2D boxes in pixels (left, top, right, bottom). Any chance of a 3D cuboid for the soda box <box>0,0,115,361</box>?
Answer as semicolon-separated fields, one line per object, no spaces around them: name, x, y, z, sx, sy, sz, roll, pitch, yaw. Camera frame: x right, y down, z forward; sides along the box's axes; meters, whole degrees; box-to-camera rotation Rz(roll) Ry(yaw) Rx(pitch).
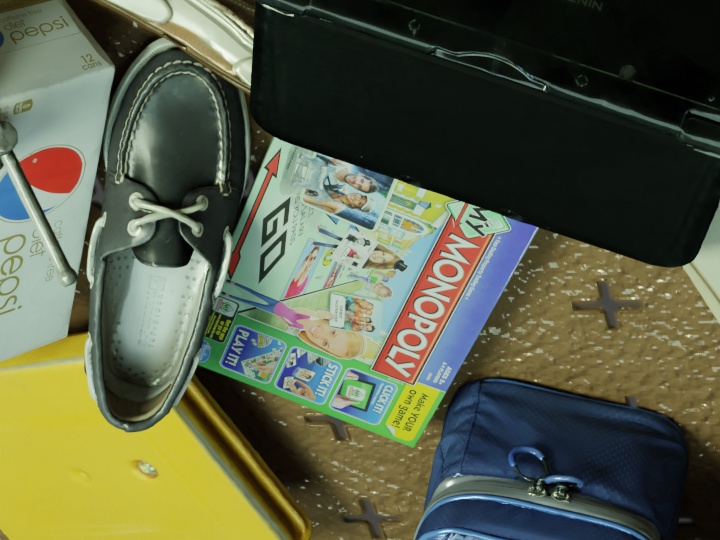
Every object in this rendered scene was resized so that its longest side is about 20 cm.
soda box;-0.175;-0.041;1.195;0.064;0.068;0.200;52;146;28

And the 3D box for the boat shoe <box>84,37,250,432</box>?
boat shoe;-0.097;-0.014;1.182;0.074;0.060;0.200;12;117;-9

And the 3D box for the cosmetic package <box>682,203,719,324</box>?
cosmetic package;0.197;-0.019;1.092;0.073;0.104;0.200;-16;127;31

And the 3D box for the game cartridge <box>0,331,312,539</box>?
game cartridge;-0.149;0.103;1.359;0.200;0.032;0.176;-6;133;37

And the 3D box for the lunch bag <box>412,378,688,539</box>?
lunch bag;0.093;0.162;1.285;0.136;0.132;0.200;11;137;6

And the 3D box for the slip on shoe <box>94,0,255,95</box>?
slip on shoe;-0.054;-0.118;1.097;0.200;0.061;0.076;30;179;-7

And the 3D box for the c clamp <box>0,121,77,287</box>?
c clamp;-0.209;-0.059;1.144;0.200;0.027;0.171;-15;95;59

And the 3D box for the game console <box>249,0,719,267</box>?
game console;0.065;-0.107;0.979;0.200;0.116;0.176;18;96;5

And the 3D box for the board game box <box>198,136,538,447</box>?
board game box;0.000;0.000;1.226;0.135;0.029;0.200;22;137;-4
